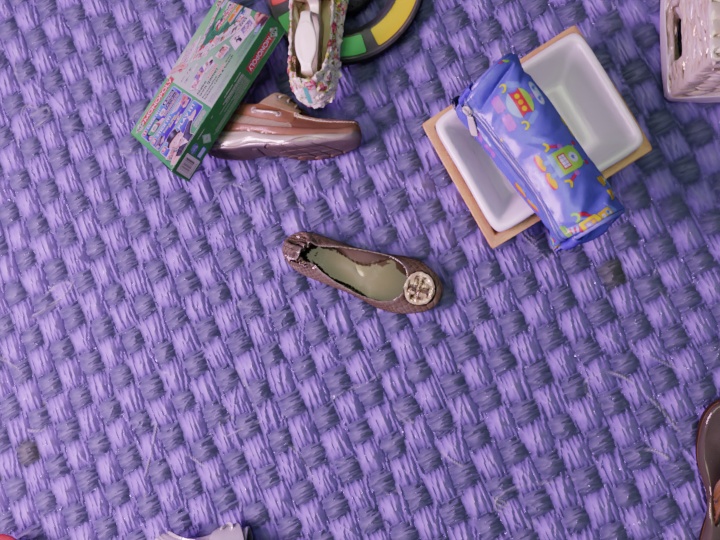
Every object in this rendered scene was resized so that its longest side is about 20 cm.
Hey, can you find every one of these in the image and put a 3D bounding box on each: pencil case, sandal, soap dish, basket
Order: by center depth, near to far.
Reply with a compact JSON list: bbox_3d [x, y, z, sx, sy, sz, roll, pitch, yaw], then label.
[{"bbox_3d":[0.170,-0.113,0.652,0.086,0.078,0.202,-30,81,-25],"label":"pencil case"},{"bbox_3d":[0.428,-0.261,0.686,0.194,0.123,0.140,-1,87,7],"label":"basket"},{"bbox_3d":[0.392,0.240,0.694,0.079,0.055,0.206,8,88,8],"label":"sandal"},{"bbox_3d":[0.189,-0.143,0.733,0.197,0.081,0.160,-31,83,5],"label":"soap dish"}]

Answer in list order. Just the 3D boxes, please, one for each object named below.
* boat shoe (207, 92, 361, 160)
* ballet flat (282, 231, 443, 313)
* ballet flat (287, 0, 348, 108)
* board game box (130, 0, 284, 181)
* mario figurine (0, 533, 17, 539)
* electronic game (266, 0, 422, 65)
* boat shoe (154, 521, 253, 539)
[{"bbox_3d":[-0.095,-0.172,0.779,0.194,0.076,0.074,2,84,6],"label":"boat shoe"},{"bbox_3d":[0.000,0.000,0.768,0.195,0.046,0.069,20,90,9],"label":"ballet flat"},{"bbox_3d":[-0.050,-0.285,0.741,0.073,0.064,0.206,-5,82,13],"label":"ballet flat"},{"bbox_3d":[-0.183,-0.218,0.781,0.134,0.029,0.202,36,93,44],"label":"board game box"},{"bbox_3d":[-0.464,0.396,0.807,0.122,0.107,0.201,34,104,-27],"label":"mario figurine"},{"bbox_3d":[-0.019,-0.346,0.795,0.194,0.042,0.206,0,87,8],"label":"electronic game"},{"bbox_3d":[-0.141,0.327,0.760,0.195,0.072,0.070,14,67,15],"label":"boat shoe"}]
